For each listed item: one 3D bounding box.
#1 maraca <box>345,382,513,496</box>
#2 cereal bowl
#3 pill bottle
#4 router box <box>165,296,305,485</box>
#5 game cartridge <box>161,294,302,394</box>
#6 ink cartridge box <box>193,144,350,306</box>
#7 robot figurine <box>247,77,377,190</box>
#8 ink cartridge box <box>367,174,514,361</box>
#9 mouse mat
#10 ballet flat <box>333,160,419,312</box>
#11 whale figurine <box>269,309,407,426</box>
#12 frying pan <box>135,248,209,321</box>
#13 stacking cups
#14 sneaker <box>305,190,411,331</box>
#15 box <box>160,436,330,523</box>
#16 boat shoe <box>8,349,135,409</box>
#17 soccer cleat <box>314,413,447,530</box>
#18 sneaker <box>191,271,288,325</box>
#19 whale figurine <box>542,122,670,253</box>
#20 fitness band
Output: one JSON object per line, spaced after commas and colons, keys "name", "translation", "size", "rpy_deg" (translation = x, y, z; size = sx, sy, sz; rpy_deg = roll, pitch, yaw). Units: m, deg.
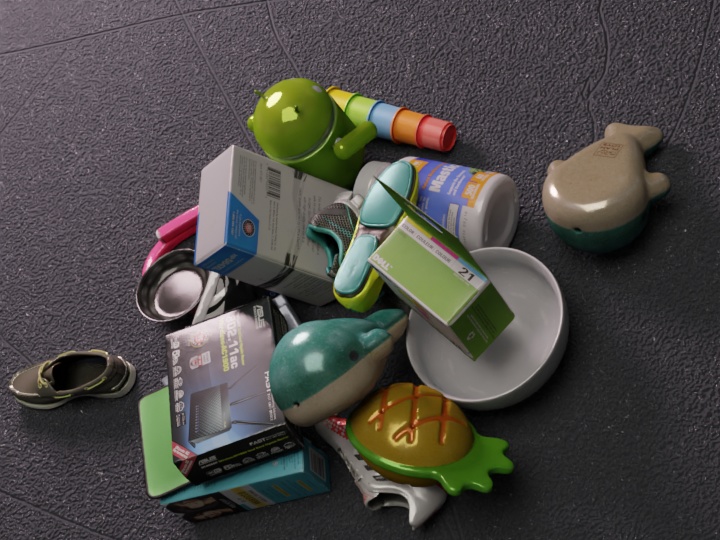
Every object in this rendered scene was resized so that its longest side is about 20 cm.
{"name": "maraca", "translation": [0.076, 0.194, 1.454], "size": [0.199, 0.108, 0.137], "rpy_deg": [23, 38, 30]}
{"name": "cereal bowl", "translation": [0.158, 0.078, 1.548], "size": [0.198, 0.083, 0.202], "rpy_deg": [-11, 60, 20]}
{"name": "pill bottle", "translation": [0.093, -0.084, 1.649], "size": [0.199, 0.112, 0.113], "rpy_deg": [14, 71, 31]}
{"name": "router box", "translation": [-0.157, 0.146, 1.582], "size": [0.149, 0.062, 0.201], "rpy_deg": [-20, 50, 10]}
{"name": "game cartridge", "translation": [-0.147, 0.141, 1.672], "size": [0.199, 0.040, 0.134], "rpy_deg": [-35, 70, 6]}
{"name": "ink cartridge box", "translation": [-0.106, -0.054, 1.673], "size": [0.084, 0.199, 0.147], "rpy_deg": [-30, 49, 45]}
{"name": "robot figurine", "translation": [-0.068, -0.177, 1.722], "size": [0.175, 0.200, 0.116], "rpy_deg": [22, 76, 34]}
{"name": "ink cartridge box", "translation": [0.074, -0.002, 1.459], "size": [0.076, 0.200, 0.148], "rpy_deg": [-47, 53, -4]}
{"name": "mouse mat", "translation": [-0.188, 0.186, 1.617], "size": [0.199, 0.008, 0.162], "rpy_deg": [-23, 49, 9]}
{"name": "ballet flat", "translation": [0.025, -0.037, 1.581], "size": [0.066, 0.067, 0.201], "rpy_deg": [10, 65, 35]}
{"name": "whale figurine", "translation": [-0.027, 0.092, 1.491], "size": [0.159, 0.104, 0.200], "rpy_deg": [-31, 7, 44]}
{"name": "frying pan", "translation": [-0.244, -0.009, 1.784], "size": [0.114, 0.031, 0.191], "rpy_deg": [3, 59, 27]}
{"name": "stacking cups", "translation": [0.040, -0.209, 1.775], "size": [0.199, 0.061, 0.061], "rpy_deg": [15, 72, 30]}
{"name": "sneaker", "translation": [0.000, 0.000, 1.632], "size": [0.091, 0.078, 0.201], "rpy_deg": [-26, 75, -32]}
{"name": "box", "translation": [-0.143, 0.260, 1.601], "size": [0.198, 0.082, 0.050], "rpy_deg": [-16, 58, 18]}
{"name": "boat shoe", "translation": [-0.413, 0.148, 1.807], "size": [0.200, 0.060, 0.073], "rpy_deg": [-8, 61, 22]}
{"name": "soccer cleat", "translation": [0.013, 0.238, 1.545], "size": [0.199, 0.069, 0.085], "rpy_deg": [26, 67, 29]}
{"name": "sneaker", "translation": [-0.157, 0.052, 1.726], "size": [0.111, 0.073, 0.202], "rpy_deg": [17, 91, 5]}
{"name": "whale figurine", "translation": [0.305, -0.100, 1.578], "size": [0.158, 0.104, 0.200], "rpy_deg": [9, 44, 30]}
{"name": "fitness band", "translation": [-0.222, -0.021, 1.817], "size": [0.199, 0.037, 0.144], "rpy_deg": [-29, 56, 11]}
